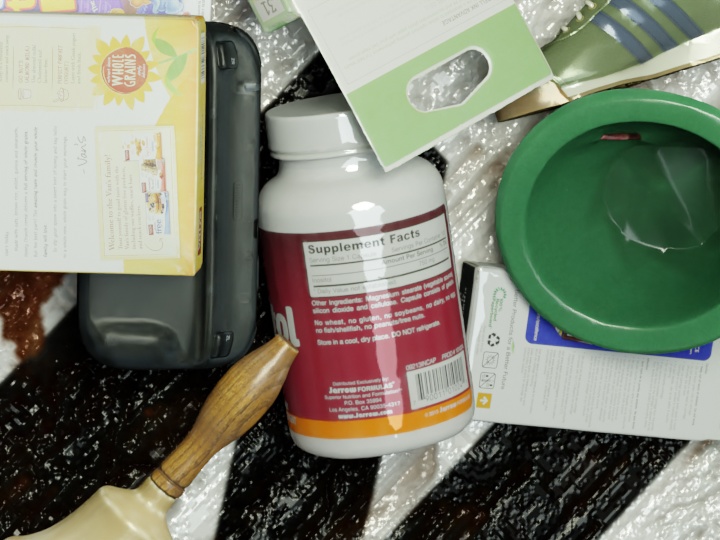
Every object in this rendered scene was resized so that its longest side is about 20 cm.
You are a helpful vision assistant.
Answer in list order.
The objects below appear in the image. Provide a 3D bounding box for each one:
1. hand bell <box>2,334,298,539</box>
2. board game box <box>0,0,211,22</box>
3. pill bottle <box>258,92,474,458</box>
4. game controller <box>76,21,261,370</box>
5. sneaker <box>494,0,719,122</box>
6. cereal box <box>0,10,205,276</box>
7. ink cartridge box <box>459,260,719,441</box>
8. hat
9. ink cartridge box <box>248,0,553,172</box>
[{"bbox_3d":[-0.107,0.116,1.656,0.104,0.104,0.200,38,95,-19],"label":"hand bell"},{"bbox_3d":[-0.156,-0.126,1.648,0.134,0.045,0.201,1,99,-18],"label":"board game box"},{"bbox_3d":[0.000,0.000,1.684,0.113,0.113,0.201,-11,101,-16],"label":"pill bottle"},{"bbox_3d":[-0.109,-0.042,1.639,0.104,0.042,0.201,1,98,-4],"label":"game controller"},{"bbox_3d":[0.162,-0.158,1.741,0.199,0.067,0.090,-18,91,-11],"label":"sneaker"},{"bbox_3d":[-0.186,-0.072,1.593,0.199,0.040,0.145,2,98,3],"label":"cereal box"},{"bbox_3d":[0.153,0.052,1.782,0.199,0.037,0.095,6,96,-16],"label":"ink cartridge box"},{"bbox_3d":[0.192,-0.055,1.778,0.199,0.176,0.166,8,112,7],"label":"hat"},{"bbox_3d":[0.007,-0.168,1.650,0.145,0.048,0.201,-30,97,-33],"label":"ink cartridge box"}]
